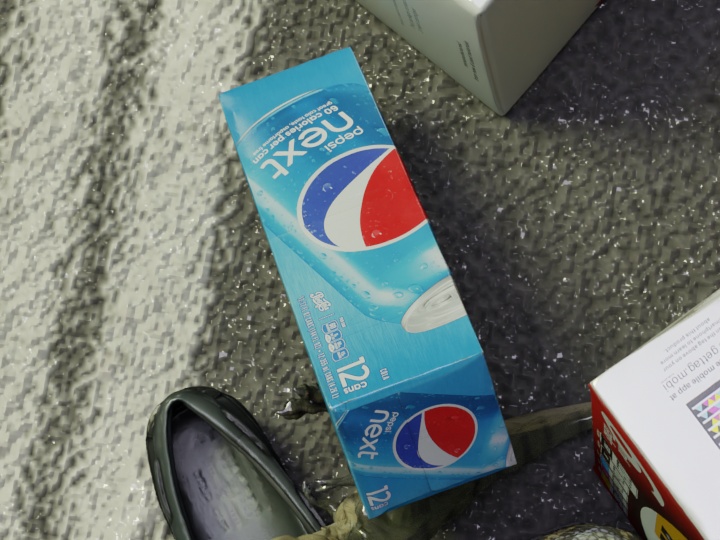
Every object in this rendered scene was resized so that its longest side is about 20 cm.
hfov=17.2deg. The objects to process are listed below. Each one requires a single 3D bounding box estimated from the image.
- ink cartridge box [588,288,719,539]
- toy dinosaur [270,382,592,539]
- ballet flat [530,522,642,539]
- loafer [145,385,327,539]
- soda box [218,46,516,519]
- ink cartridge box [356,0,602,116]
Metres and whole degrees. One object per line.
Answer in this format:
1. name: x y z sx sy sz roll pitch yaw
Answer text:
1. ink cartridge box: 0.169 0.106 0.896 0.084 0.200 0.176 -35 75 -3
2. toy dinosaur: 0.023 0.070 0.982 0.199 0.048 0.088 -27 70 -30
3. ballet flat: 0.040 0.156 0.934 0.200 0.072 0.072 -28 74 -23
4. loafer: -0.033 0.139 0.981 0.068 0.070 0.201 -29 76 0
5. soda box: 0.000 0.000 0.960 0.064 0.068 0.201 -20 43 -2
6. ink cartridge box: 0.025 -0.196 1.011 0.200 0.145 0.145 40 85 13
